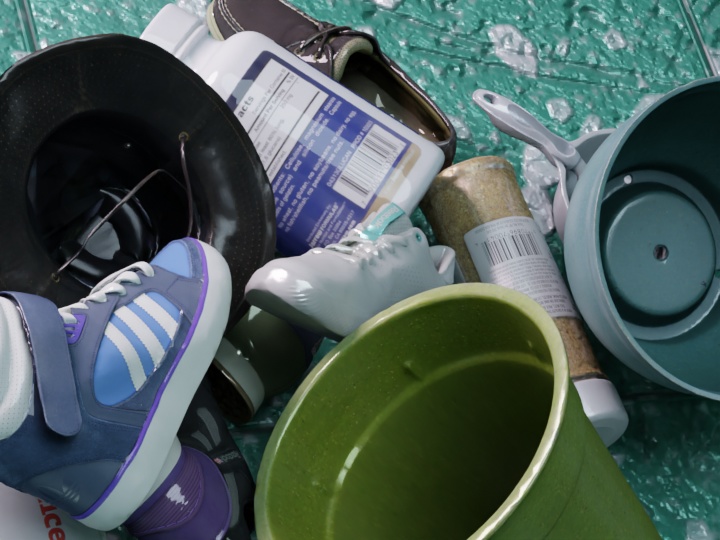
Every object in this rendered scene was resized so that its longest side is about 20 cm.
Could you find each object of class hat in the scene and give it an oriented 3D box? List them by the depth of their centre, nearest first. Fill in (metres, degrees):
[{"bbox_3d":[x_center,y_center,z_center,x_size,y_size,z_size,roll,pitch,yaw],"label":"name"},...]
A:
[{"bbox_3d":[-0.151,-0.038,1.490,0.200,0.081,0.201,0,90,-29],"label":"hat"}]

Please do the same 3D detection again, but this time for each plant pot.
[{"bbox_3d":[0.076,0.143,1.423,0.190,0.200,0.200,46,42,-36],"label":"plant pot"},{"bbox_3d":[0.210,-0.014,1.628,0.200,0.134,0.200,2,85,-20],"label":"plant pot"}]

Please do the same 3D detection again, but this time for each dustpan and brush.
[{"bbox_3d":[0.155,-0.057,1.721,0.200,0.057,0.140,29,53,-1],"label":"dustpan and brush"}]

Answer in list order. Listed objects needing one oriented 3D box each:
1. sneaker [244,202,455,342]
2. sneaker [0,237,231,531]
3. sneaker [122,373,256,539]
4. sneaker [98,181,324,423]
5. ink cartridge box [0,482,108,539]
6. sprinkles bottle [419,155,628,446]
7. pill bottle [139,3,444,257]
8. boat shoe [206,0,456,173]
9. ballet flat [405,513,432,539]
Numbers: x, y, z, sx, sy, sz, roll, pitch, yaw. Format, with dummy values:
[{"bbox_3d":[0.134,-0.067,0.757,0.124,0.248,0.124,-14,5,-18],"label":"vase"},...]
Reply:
[{"bbox_3d":[0.000,0.000,1.516,0.075,0.200,0.089,22,92,25],"label":"sneaker"},{"bbox_3d":[-0.158,0.027,1.369,0.146,0.081,0.200,37,47,-21],"label":"sneaker"},{"bbox_3d":[-0.099,0.118,1.469,0.088,0.076,0.200,43,14,-13],"label":"sneaker"},{"bbox_3d":[-0.100,-0.008,1.577,0.090,0.067,0.200,-36,83,-25],"label":"sneaker"},{"bbox_3d":[-0.232,0.181,1.370,0.200,0.083,0.147,-12,62,-15],"label":"ink cartridge box"},{"bbox_3d":[0.103,0.025,1.642,0.068,0.068,0.200,-9,61,-26],"label":"sprinkles bottle"},{"bbox_3d":[-0.057,-0.081,1.622,0.200,0.111,0.111,33,52,1],"label":"pill bottle"},{"bbox_3d":[-0.013,-0.132,1.703,0.200,0.065,0.073,37,54,6],"label":"boat shoe"},{"bbox_3d":[0.034,0.149,1.531,0.071,0.071,0.200,44,53,10],"label":"ballet flat"}]
